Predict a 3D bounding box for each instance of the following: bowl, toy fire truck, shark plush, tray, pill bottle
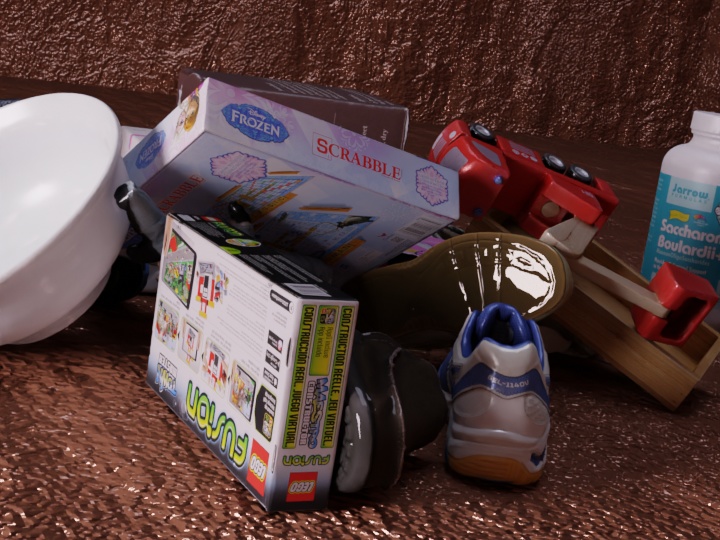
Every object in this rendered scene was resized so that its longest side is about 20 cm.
[{"bbox_3d":[-0.224,-0.017,0.827,0.200,0.091,0.202,-17,39,15],"label":"bowl"},{"bbox_3d":[0.149,-0.028,0.925,0.199,0.049,0.141,20,29,-21],"label":"toy fire truck"},{"bbox_3d":[-0.096,-0.007,0.849,0.200,0.084,0.091,34,-12,-36],"label":"shark plush"},{"bbox_3d":[0.177,0.018,0.969,0.200,0.037,0.099,38,28,14],"label":"tray"},{"bbox_3d":[0.336,-0.049,1.229,0.110,0.201,0.111,8,11,-1],"label":"pill bottle"}]

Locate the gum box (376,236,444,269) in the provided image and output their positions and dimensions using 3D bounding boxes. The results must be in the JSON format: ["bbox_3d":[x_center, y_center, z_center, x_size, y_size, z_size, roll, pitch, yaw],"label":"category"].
[{"bbox_3d":[0.000,0.000,1.074,0.199,0.067,0.113,12,11,17],"label":"gum box"}]

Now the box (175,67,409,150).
[{"bbox_3d":[-0.079,-0.103,1.275,0.199,0.165,0.166,4,13,-19],"label":"box"}]

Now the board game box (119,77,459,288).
[{"bbox_3d":[-0.069,-0.044,0.896,0.199,0.041,0.200,18,-29,-31],"label":"board game box"}]

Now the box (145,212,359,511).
[{"bbox_3d":[-0.067,0.042,0.705,0.035,0.111,0.200,3,13,-28],"label":"box"}]

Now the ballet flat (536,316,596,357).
[{"bbox_3d":[0.155,0.041,1.018,0.199,0.073,0.073,6,10,-43],"label":"ballet flat"}]

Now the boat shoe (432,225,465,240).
[{"bbox_3d":[0.109,-0.001,1.169,0.070,0.064,0.200,2,13,-29],"label":"boat shoe"}]

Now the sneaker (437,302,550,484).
[{"bbox_3d":[0.089,0.061,0.789,0.075,0.089,0.200,6,10,-2],"label":"sneaker"}]

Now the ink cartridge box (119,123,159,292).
[{"bbox_3d":[-0.173,-0.059,1.108,0.067,0.117,0.200,3,13,-20],"label":"ink cartridge box"}]

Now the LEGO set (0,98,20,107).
[{"bbox_3d":[-0.365,-0.074,1.147,0.199,0.116,0.154,-17,55,-43],"label":"LEGO set"}]

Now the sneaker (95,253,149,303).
[{"bbox_3d":[-0.255,-0.014,0.941,0.198,0.071,0.083,10,5,-9],"label":"sneaker"}]

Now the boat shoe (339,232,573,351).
[{"bbox_3d":[0.072,0.018,0.918,0.199,0.074,0.066,-9,-12,40],"label":"boat shoe"}]

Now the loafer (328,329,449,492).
[{"bbox_3d":[0.016,0.070,0.716,0.071,0.073,0.200,6,11,-1],"label":"loafer"}]
